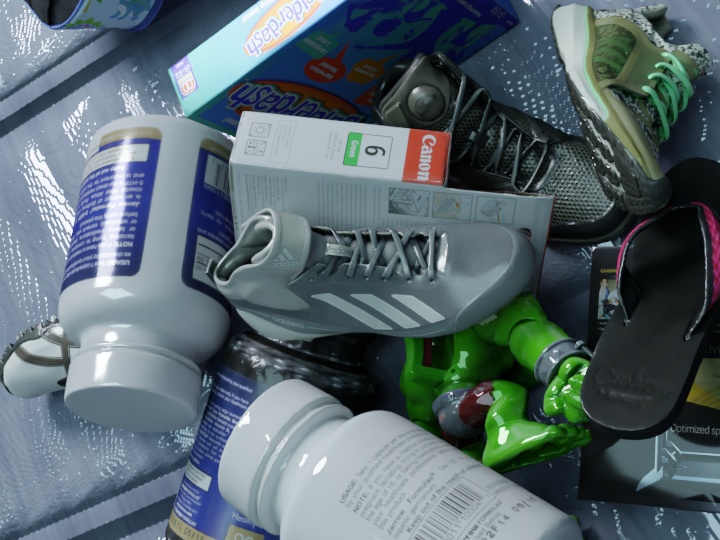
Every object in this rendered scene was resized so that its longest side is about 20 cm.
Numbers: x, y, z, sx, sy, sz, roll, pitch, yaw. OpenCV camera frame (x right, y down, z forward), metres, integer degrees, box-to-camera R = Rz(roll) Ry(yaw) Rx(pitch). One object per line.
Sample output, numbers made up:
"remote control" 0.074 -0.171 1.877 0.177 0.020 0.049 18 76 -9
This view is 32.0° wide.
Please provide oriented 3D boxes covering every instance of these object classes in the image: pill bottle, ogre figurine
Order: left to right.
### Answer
"pill bottle" -0.147 0.004 0.882 0.119 0.120 0.201 -11 60 29
"pill bottle" -0.055 0.110 0.870 0.112 0.112 0.201 19 92 32
"pill bottle" 0.018 0.147 0.731 0.200 0.114 0.115 28 96 30
"ogre figurine" 0.078 0.081 0.797 0.098 0.200 0.120 -8 60 -13

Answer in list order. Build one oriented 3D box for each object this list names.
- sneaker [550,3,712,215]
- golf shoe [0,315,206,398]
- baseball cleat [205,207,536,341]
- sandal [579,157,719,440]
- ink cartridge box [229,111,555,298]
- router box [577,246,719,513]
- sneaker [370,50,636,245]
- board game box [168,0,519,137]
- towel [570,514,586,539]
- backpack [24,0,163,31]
"sneaker" 0.172 -0.114 0.764 0.088 0.077 0.200 -18 40 11
"golf shoe" -0.205 0.077 0.987 0.199 0.078 0.095 -25 70 26
"baseball cleat" 0.000 0.000 0.751 0.199 0.106 0.070 -13 57 24
"sandal" 0.175 0.004 0.704 0.075 0.045 0.200 4 50 33
"ink cartridge box" 0.020 -0.038 0.805 0.199 0.109 0.050 6 50 4
"router box" 0.233 0.066 0.740 0.199 0.052 0.158 1 81 31
"sneaker" 0.084 -0.080 0.821 0.199 0.114 0.076 36 102 28
"board game box" -0.009 -0.155 0.866 0.200 0.152 0.045 -32 67 23
"towel" 0.050 0.229 0.761 0.199 0.031 0.149 -12 38 6
"backpack" -0.198 -0.294 0.996 0.183 0.147 0.200 55 132 28
